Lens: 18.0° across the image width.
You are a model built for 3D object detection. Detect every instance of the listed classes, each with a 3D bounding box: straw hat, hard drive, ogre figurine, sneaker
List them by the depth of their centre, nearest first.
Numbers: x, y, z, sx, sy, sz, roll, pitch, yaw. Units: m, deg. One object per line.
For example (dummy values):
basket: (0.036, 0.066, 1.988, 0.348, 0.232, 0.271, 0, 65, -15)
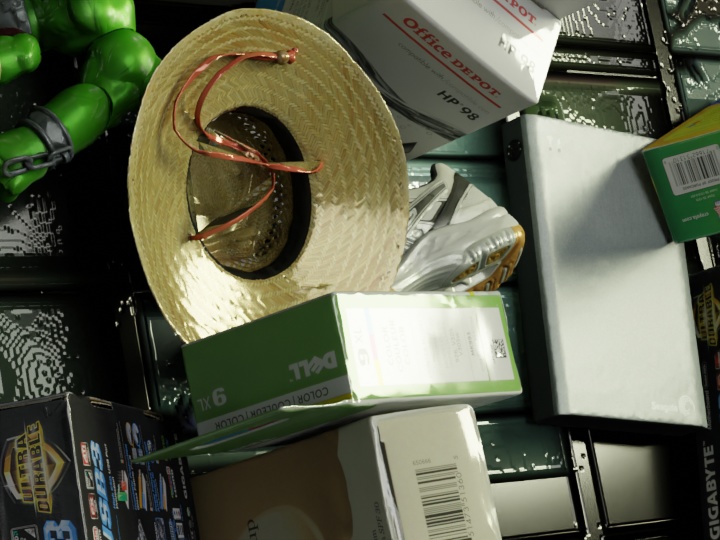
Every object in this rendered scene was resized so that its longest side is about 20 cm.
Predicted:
ogre figurine: (-0.179, -0.143, 1.217, 0.120, 0.098, 0.200, -16, 54, -30)
straw hat: (-0.072, -0.043, 1.246, 0.201, 0.085, 0.202, -3, 95, -41)
sneaker: (0.000, 0.000, 1.344, 0.200, 0.076, 0.088, -24, 62, -34)
hard drive: (0.159, 0.006, 1.491, 0.139, 0.033, 0.201, 8, 70, -39)

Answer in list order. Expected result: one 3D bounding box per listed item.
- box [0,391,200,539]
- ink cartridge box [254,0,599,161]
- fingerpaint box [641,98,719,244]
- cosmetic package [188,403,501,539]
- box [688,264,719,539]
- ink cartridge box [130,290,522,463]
box: (-0.117, 0.165, 1.097, 0.198, 0.049, 0.201, 27, 52, -76)
ink cartridge box: (0.031, -0.135, 1.317, 0.116, 0.200, 0.067, 36, 56, -26)
fingerpaint box: (0.315, -0.093, 1.522, 0.167, 0.199, 0.074, -32, 104, -56)
cosmetic package: (-0.021, 0.141, 1.175, 0.071, 0.200, 0.106, -3, 76, -40)
box: (0.298, 0.106, 1.565, 0.159, 0.046, 0.201, 12, 67, -38)
ink cartridge box: (-0.019, 0.050, 1.140, 0.200, 0.104, 0.060, -1, 75, -52)
